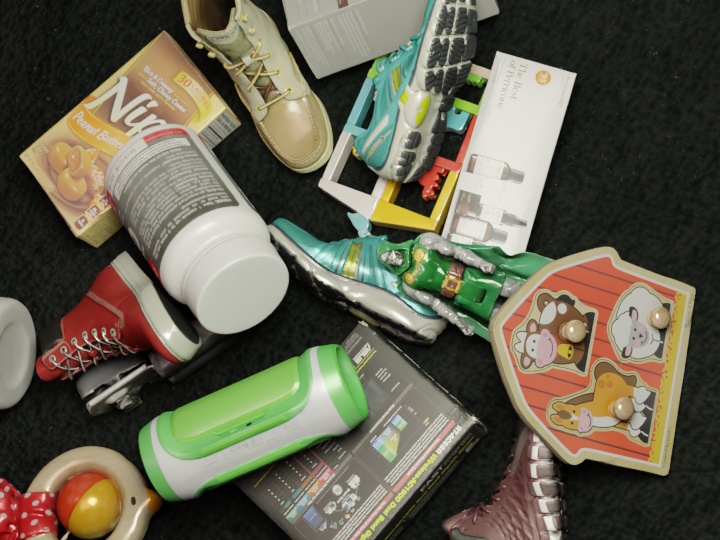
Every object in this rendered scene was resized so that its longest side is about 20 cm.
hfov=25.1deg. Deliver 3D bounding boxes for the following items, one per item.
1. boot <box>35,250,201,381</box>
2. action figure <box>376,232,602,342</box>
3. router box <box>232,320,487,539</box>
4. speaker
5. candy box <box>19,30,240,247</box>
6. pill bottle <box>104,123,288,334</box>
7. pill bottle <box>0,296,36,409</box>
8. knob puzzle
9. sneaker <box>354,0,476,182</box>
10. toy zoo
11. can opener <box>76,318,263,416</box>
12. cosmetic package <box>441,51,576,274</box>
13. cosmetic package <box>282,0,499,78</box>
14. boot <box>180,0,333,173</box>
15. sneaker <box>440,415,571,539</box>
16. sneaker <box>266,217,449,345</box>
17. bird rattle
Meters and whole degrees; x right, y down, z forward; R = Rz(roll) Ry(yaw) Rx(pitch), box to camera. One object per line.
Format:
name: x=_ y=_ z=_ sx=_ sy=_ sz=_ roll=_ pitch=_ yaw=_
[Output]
boot: x=-0.238 y=0.073 z=1.547 sx=0.144 sy=0.073 sz=0.200 roll=-43 pitch=30 yaw=-6
action figure: x=0.107 y=0.018 z=1.480 sx=0.199 sy=0.055 sz=0.119 roll=22 pitch=107 yaw=4
router box: x=-0.002 y=0.171 z=1.506 sx=0.150 sy=0.062 sz=0.200 roll=41 pitch=89 yaw=22
speaker: x=-0.097 y=0.139 z=1.463 sx=0.199 sy=0.088 sz=0.089 roll=-24 pitch=71 yaw=10
candy box: x=-0.235 y=-0.133 z=1.652 sx=0.200 sy=0.055 sz=0.116 roll=-41 pitch=71 yaw=3
pill bottle: x=-0.157 y=-0.039 z=1.545 sx=0.114 sy=0.114 sz=0.200 roll=-40 pitch=52 yaw=3
pill bottle: x=-0.437 y=0.078 z=1.623 sx=0.199 sy=0.112 sz=0.113 roll=3 pitch=77 yaw=16
knob puzzle: x=0.206 y=0.074 z=1.429 sx=0.218 sy=0.030 sz=0.221 roll=3 pitch=83 yaw=-23
sneaker: x=0.048 y=-0.185 z=1.527 sx=0.079 sy=0.077 sz=0.201 roll=31 pitch=107 yaw=30
toy zoo: x=0.044 y=-0.121 z=1.590 sx=0.131 sy=0.020 sz=0.201 roll=21 pitch=82 yaw=19
can opener: x=-0.192 y=0.075 z=1.588 sx=0.199 sy=0.053 sz=0.067 roll=-35 pitch=71 yaw=3
cosmetic package: x=0.139 y=-0.099 z=1.532 sx=0.082 sy=0.051 sz=0.201 roll=16 pitch=82 yaw=3
cosmetic package: x=0.027 y=-0.280 z=1.590 sx=0.199 sy=0.090 sz=0.107 roll=-22 pitch=51 yaw=11
boot: x=-0.104 y=-0.198 z=1.578 sx=0.072 sy=0.155 sz=0.201 roll=-29 pitch=69 yaw=9
sneaker: x=0.126 y=0.199 z=1.460 sx=0.115 sy=0.076 sz=0.201 roll=-8 pitch=75 yaw=16
sneaker: x=0.000 y=0.000 z=1.552 sx=0.199 sy=0.078 sz=0.080 roll=27 pitch=75 yaw=10
bird rattle: x=-0.279 y=0.247 z=1.566 sx=0.199 sy=0.113 sz=0.163 roll=30 pitch=74 yaw=33
